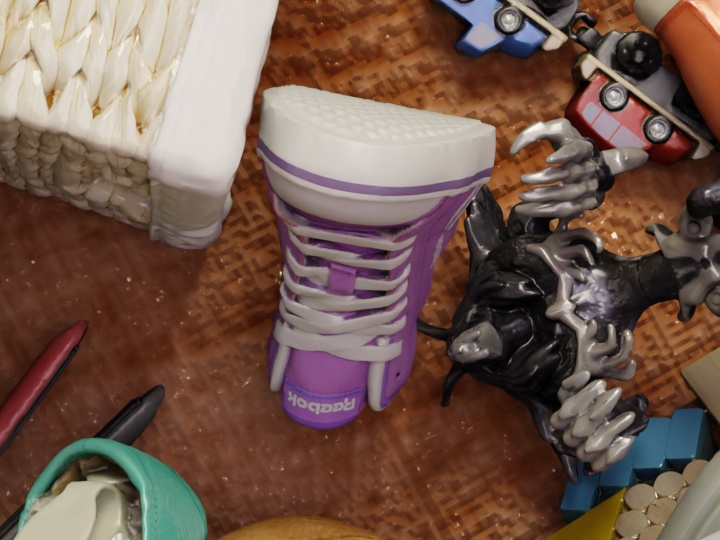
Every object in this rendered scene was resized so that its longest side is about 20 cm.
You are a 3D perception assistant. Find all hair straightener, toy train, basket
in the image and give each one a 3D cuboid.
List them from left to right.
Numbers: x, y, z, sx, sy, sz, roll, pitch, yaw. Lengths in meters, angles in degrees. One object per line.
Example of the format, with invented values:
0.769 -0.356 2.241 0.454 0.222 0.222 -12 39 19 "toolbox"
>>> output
-0.130 0.116 0.929 0.077 0.041 0.200 38 82 -4 "hair straightener"
-0.095 -0.124 0.877 0.161 0.198 0.200 14 84 -4 "basket"
0.099 -0.062 0.984 0.200 0.034 0.046 36 92 -5 "toy train"

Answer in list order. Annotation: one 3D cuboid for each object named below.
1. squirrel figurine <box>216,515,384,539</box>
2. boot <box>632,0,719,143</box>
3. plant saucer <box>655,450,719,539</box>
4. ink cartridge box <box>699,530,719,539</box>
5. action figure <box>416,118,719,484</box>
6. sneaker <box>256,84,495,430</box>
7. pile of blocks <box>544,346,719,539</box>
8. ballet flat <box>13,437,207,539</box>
-0.004 0.184 0.916 0.200 0.141 0.187 18 73 -21 "squirrel figurine"
0.190 -0.114 0.974 0.200 0.075 0.107 -37 80 -25 "boot"
0.191 0.119 0.925 0.200 0.050 0.200 -10 121 -18 "plant saucer"
0.180 0.138 0.843 0.200 0.086 0.147 -23 122 -16 "ink cartridge box"
0.088 0.004 0.901 0.200 0.102 0.119 -22 81 29 "action figure"
0.001 0.000 0.880 0.073 0.200 0.115 13 92 6 "sneaker"
0.135 0.083 0.974 0.200 0.082 0.062 -28 134 -1 "pile of blocks"
-0.100 0.137 0.834 0.070 0.067 0.200 51 40 -41 "ballet flat"
